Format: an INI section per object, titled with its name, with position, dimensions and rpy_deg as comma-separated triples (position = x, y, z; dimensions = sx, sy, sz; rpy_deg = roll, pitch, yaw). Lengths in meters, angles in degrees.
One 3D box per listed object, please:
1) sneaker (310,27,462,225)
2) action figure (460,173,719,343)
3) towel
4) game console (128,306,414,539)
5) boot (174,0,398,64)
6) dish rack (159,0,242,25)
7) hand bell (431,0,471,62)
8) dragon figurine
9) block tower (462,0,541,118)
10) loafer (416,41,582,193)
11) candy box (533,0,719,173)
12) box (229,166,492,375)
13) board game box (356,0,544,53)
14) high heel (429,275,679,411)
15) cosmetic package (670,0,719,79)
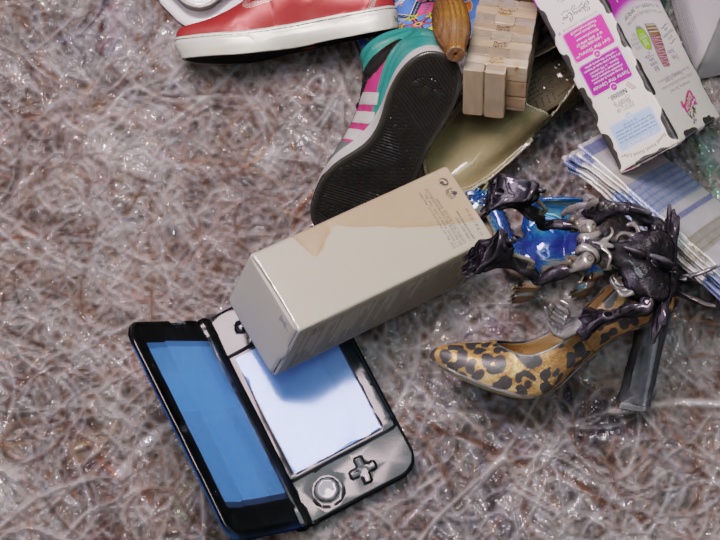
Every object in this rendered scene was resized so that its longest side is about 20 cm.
[sneaker]
position = 0.019, -0.131, 1.634
dimensions = 0.083, 0.121, 0.201
rpy_deg = 28, 117, -15
[action figure]
position = 0.181, -0.010, 1.497
dimensions = 0.198, 0.102, 0.120
rpy_deg = 19, 74, -20
[towel]
position = 0.268, -0.047, 1.588
dimensions = 0.200, 0.147, 0.024
rpy_deg = 41, 117, 11
[game console]
position = -0.070, 0.105, 1.549
dimensions = 0.170, 0.118, 0.201
rpy_deg = -27, 75, -6
[boot]
position = -0.075, -0.262, 1.658
dimensions = 0.198, 0.072, 0.146
rpy_deg = -12, 92, 4
[dish rack]
position = -0.152, -0.337, 1.721
dimensions = 0.171, 0.044, 0.200
rpy_deg = -43, 76, -9
[hand bell]
position = 0.070, -0.245, 1.593
dimensions = 0.103, 0.105, 0.201
rpy_deg = -4, 44, 0
[dragon figurine]
position = 0.168, -0.030, 1.613
dimensions = 0.198, 0.059, 0.100
rpy_deg = -6, 74, 1
[block tower]
position = 0.127, -0.219, 1.619
dimensions = 0.053, 0.058, 0.201
rpy_deg = 8, 52, 7
[loafer]
position = 0.123, -0.136, 1.641
dimensions = 0.200, 0.068, 0.076
rpy_deg = -44, 77, -11
[candy box]
position = 0.218, -0.194, 1.594
dimensions = 0.061, 0.136, 0.201
rpy_deg = -28, 89, 29
[box]
position = 0.000, 0.000, 1.560
dimensions = 0.199, 0.095, 0.078
rpy_deg = -24, 73, -28
[board game box]
position = 0.086, -0.251, 1.702
dimensions = 0.198, 0.019, 0.104
rpy_deg = -16, 72, -3
[high heel]
position = 0.162, 0.034, 1.562
dimensions = 0.198, 0.071, 0.144
rpy_deg = 8, 104, -9
[cosmetic package]
position = 0.330, -0.302, 1.617
dimensions = 0.122, 0.200, 0.201
rpy_deg = -12, 74, -5
